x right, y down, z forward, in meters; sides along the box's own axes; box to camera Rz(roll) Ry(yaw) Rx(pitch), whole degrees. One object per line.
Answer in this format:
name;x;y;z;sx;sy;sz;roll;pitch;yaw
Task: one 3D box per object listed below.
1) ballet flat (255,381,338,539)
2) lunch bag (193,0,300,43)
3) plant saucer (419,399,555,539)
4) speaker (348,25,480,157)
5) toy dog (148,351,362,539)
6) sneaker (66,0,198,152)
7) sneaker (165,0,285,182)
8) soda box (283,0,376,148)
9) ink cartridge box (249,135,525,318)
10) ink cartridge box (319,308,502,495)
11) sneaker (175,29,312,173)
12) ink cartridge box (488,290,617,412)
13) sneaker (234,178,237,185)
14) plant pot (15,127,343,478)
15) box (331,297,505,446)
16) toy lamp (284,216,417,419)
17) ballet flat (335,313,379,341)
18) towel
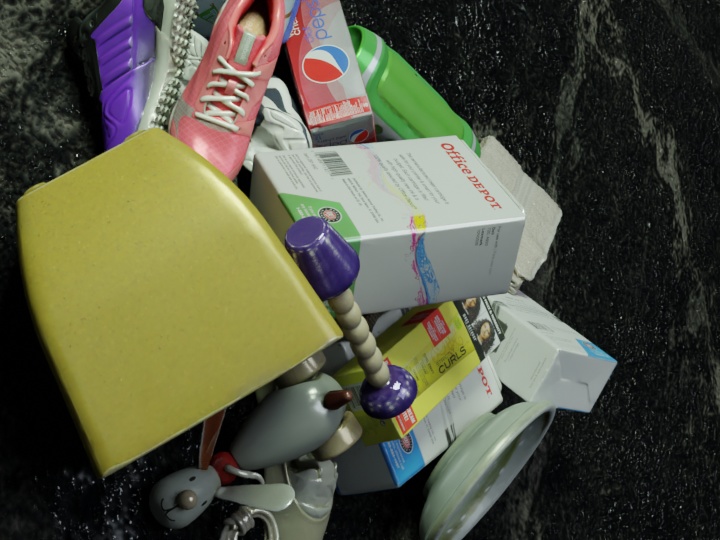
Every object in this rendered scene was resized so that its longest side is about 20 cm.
ballet flat;-0.054;0.160;1.190;0.069;0.069;0.203;-5;81;-50
lunch bag;-0.106;-0.335;1.225;0.171;0.122;0.202;75;22;-49
plant saucer;0.113;0.196;1.313;0.050;0.201;0.199;39;36;18
speaker;0.040;-0.167;1.401;0.200;0.088;0.089;40;50;-34
toy dog;-0.073;0.144;1.097;0.132;0.096;0.201;38;68;-13
sneaker;-0.204;-0.169;1.129;0.070;0.098;0.203;-5;109;-83
sneaker;-0.110;-0.161;1.102;0.073;0.087;0.202;18;71;-10
soda box;-0.037;-0.198;1.276;0.070;0.063;0.202;81;-5;-59
ink cartridge box;0.020;-0.040;1.138;0.198;0.085;0.145;-7;37;-22
ink cartridge box;0.037;0.107;1.299;0.199;0.084;0.147;-29;99;-50
sneaker;-0.125;-0.159;1.220;0.198;0.080;0.130;32;8;0
ink cartridge box;0.161;0.068;1.424;0.115;0.200;0.067;14;108;-46
sneaker;-0.130;0.000;1.163;0.090;0.066;0.202;36;52;-45
plant pot;-0.156;0.012;0.988;0.194;0.194;0.202;-29;92;-13
box;0.057;0.079;1.228;0.200;0.050;0.076;-35;104;-48
toy lamp;-0.008;0.039;1.046;0.201;0.058;0.059;63;37;-40
ballet flat;0.000;0.000;1.269;0.201;0.066;0.047;-73;170;-62
towel;0.162;-0.067;1.507;0.133;0.034;0.200;46;34;-10
